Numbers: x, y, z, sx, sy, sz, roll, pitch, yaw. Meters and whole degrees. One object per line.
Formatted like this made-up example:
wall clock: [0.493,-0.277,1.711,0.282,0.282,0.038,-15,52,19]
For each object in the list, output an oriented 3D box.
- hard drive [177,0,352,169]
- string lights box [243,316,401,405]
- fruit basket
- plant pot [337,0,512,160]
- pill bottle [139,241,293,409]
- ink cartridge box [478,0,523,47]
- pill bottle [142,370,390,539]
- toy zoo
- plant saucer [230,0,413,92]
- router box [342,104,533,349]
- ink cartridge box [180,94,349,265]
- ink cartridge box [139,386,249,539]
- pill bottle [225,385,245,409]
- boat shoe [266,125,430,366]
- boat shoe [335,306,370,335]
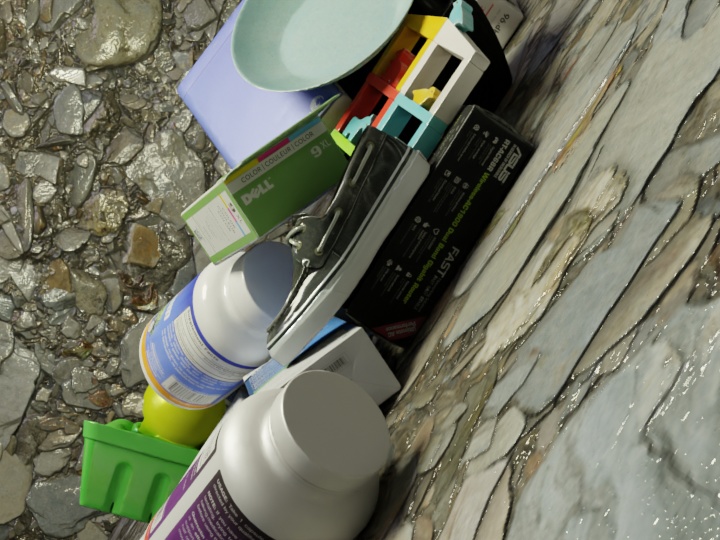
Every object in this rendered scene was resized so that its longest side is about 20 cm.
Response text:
hard drive: [-0.100,-0.173,1.094,0.132,0.025,0.200,-49,50,14]
string lights box: [-0.038,0.092,0.917,0.102,0.059,0.200,-35,5,-6]
fruit basket: [-0.215,0.188,1.263,0.217,0.214,0.155,-60,7,-14]
plant pot: [0.035,-0.200,1.127,0.199,0.177,0.201,39,101,41]
pill bottle: [-0.125,0.051,1.065,0.200,0.112,0.113,-38,20,46]
ink cartridge box: [0.144,-0.298,1.395,0.116,0.067,0.200,-56,7,20]
pill bottle: [-0.062,0.155,0.727,0.200,0.112,0.113,-52,9,37]
toy zoo: [0.036,-0.142,0.951,0.201,0.020,0.131,-57,33,8]
plant saucer: [-0.028,-0.235,1.030,0.199,0.039,0.203,-16,52,21]
router box: [0.056,-0.043,0.946,0.201,0.062,0.150,-58,9,6]
ink cartridge box: [-0.073,-0.069,0.920,0.104,0.060,0.200,-36,5,-23]
ink cartridge box: [-0.147,0.216,1.025,0.201,0.047,0.198,-59,9,0]
pill bottle: [-0.107,0.088,1.287,0.120,0.119,0.200,-62,8,-31]
boat shoe: [-0.025,-0.022,0.871,0.201,0.071,0.072,-57,6,-9]
boat shoe: [0.000,0.000,1.126,0.084,0.068,0.201,-53,9,36]
